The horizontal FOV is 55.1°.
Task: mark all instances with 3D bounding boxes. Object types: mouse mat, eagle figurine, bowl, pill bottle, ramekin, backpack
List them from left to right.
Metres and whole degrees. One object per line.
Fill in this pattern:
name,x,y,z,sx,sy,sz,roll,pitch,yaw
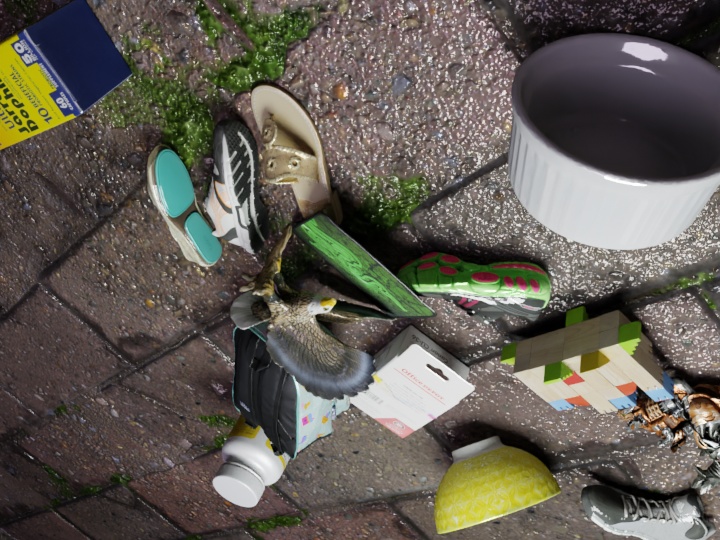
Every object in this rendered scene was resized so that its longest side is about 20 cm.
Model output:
pill bottle,-0.167,0.290,1.170,0.110,0.201,0.112,14,134,15
backpack,-0.105,0.150,1.027,0.175,0.153,0.201,36,143,36
eagle figurine,-0.063,0.064,0.918,0.200,0.152,0.151,44,177,-24
mouse mat,0.000,0.000,0.910,0.200,0.008,0.161,42,164,-12
bowl,0.195,0.321,1.065,0.200,0.199,0.109,-37,65,43
ramekin,0.227,-0.113,0.616,0.199,0.201,0.098,16,143,12

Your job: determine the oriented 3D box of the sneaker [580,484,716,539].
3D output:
sneaker,0.436,0.350,1.022,0.199,0.075,0.116,25,132,-11

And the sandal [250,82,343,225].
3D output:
sandal,-0.084,-0.120,0.851,0.077,0.070,0.213,-5,127,30

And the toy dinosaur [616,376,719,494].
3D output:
toy dinosaur,0.431,0.193,0.865,0.199,0.102,0.137,-8,110,59

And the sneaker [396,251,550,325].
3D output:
sneaker,0.137,0.031,0.872,0.198,0.077,0.084,9,129,21

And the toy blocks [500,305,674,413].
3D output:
toy blocks,0.298,0.129,0.879,0.136,0.100,0.199,38,138,-25

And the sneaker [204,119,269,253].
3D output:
sneaker,-0.176,-0.107,0.908,0.079,0.074,0.201,15,134,16

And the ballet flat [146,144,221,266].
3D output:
ballet flat,-0.263,-0.085,0.980,0.062,0.068,0.201,9,133,33

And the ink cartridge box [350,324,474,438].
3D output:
ink cartridge box,0.079,0.161,1.026,0.116,0.068,0.200,36,137,-8

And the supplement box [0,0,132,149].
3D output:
supplement box,-0.412,-0.245,0.876,0.199,0.110,0.109,-10,124,34
